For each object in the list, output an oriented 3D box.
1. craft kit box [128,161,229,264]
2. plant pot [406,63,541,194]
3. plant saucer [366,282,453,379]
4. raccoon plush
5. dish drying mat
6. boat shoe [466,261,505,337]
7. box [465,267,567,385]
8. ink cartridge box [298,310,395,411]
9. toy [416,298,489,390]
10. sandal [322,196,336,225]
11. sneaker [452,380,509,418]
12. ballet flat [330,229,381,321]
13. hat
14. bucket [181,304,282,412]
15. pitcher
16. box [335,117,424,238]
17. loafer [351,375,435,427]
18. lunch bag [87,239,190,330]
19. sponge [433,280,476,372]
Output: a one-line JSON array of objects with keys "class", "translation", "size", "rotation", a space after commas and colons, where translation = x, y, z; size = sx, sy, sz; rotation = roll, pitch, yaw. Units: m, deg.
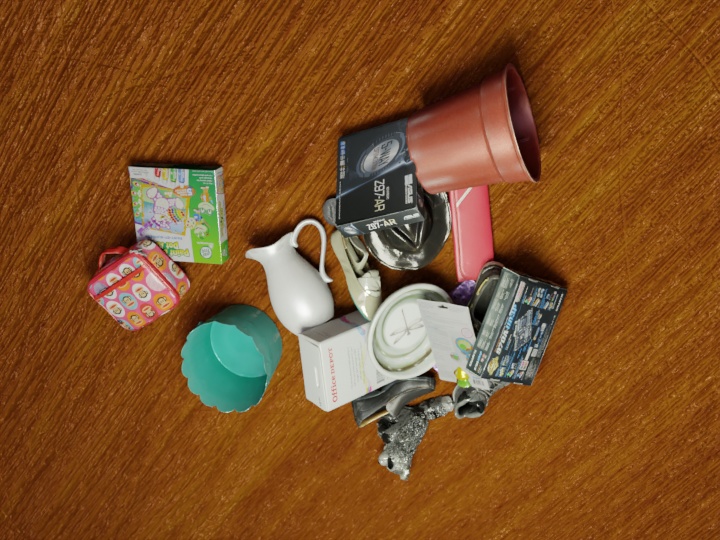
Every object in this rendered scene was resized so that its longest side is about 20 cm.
[{"class": "craft kit box", "translation": [-0.378, -0.120, 1.543], "size": [0.195, 0.049, 0.202], "rotation": [3, 113, 13]}, {"class": "plant pot", "translation": [0.194, -0.229, 1.289], "size": [0.192, 0.201, 0.205], "rotation": [-13, 106, 26]}, {"class": "plant saucer", "translation": [0.093, 0.111, 1.440], "size": [0.196, 0.050, 0.204], "rotation": [-12, 117, -24]}, {"class": "raccoon plush", "translation": [0.123, 0.363, 1.567], "size": [0.196, 0.097, 0.136], "rotation": [-17, 112, 19]}, {"class": "dish drying mat", "translation": [0.212, -0.081, 1.406], "size": [0.075, 0.018, 0.205], "rotation": [-7, 101, -1]}, {"class": "boat shoe", "translation": [0.235, 0.086, 1.416], "size": [0.070, 0.061, 0.205], "rotation": [11, 115, 3]}, {"class": "box", "translation": [0.293, 0.109, 1.377], "size": [0.046, 0.157, 0.204], "rotation": [28, 102, 49]}, {"class": "ink cartridge box", "translation": [-0.018, 0.169, 1.468], "size": [0.084, 0.197, 0.148], "rotation": [17, 119, 49]}, {"class": "toy", "translation": [0.185, 0.133, 1.416], "size": [0.113, 0.047, 0.203], "rotation": [8, 127, 38]}, {"class": "sandal", "translation": [0.020, -0.116, 1.443], "size": [0.196, 0.043, 0.078], "rotation": [-9, 107, 17]}, {"class": "sneaker", "translation": [0.259, 0.230, 1.467], "size": [0.075, 0.116, 0.200], "rotation": [40, 114, -3]}, {"class": "ballet flat", "translation": [0.000, 0.000, 1.438], "size": [0.069, 0.069, 0.203], "rotation": [-34, 72, 23]}, {"class": "hat", "translation": [0.089, -0.091, 1.378], "size": [0.196, 0.081, 0.206], "rotation": [-2, 104, -6]}, {"class": "bucket", "translation": [-0.268, 0.180, 1.571], "size": [0.202, 0.135, 0.212], "rotation": [4, 109, 12]}, {"class": "pitcher", "translation": [-0.115, 0.013, 1.492], "size": [0.169, 0.121, 0.203], "rotation": [-30, 89, 9]}, {"class": "box", "translation": [0.034, -0.170, 1.346], "size": [0.157, 0.204, 0.044], "rotation": [-11, 149, 21]}, {"class": "loafer", "translation": [0.071, 0.273, 1.543], "size": [0.197, 0.074, 0.073], "rotation": [-23, 146, 26]}, {"class": "lunch bag", "translation": [-0.480, 0.023, 1.573], "size": [0.198, 0.083, 0.177], "rotation": [-27, 113, 31]}, {"class": "sponge", "translation": [0.191, 0.111, 1.489], "size": [0.111, 0.030, 0.200], "rotation": [42, 113, -3]}]
